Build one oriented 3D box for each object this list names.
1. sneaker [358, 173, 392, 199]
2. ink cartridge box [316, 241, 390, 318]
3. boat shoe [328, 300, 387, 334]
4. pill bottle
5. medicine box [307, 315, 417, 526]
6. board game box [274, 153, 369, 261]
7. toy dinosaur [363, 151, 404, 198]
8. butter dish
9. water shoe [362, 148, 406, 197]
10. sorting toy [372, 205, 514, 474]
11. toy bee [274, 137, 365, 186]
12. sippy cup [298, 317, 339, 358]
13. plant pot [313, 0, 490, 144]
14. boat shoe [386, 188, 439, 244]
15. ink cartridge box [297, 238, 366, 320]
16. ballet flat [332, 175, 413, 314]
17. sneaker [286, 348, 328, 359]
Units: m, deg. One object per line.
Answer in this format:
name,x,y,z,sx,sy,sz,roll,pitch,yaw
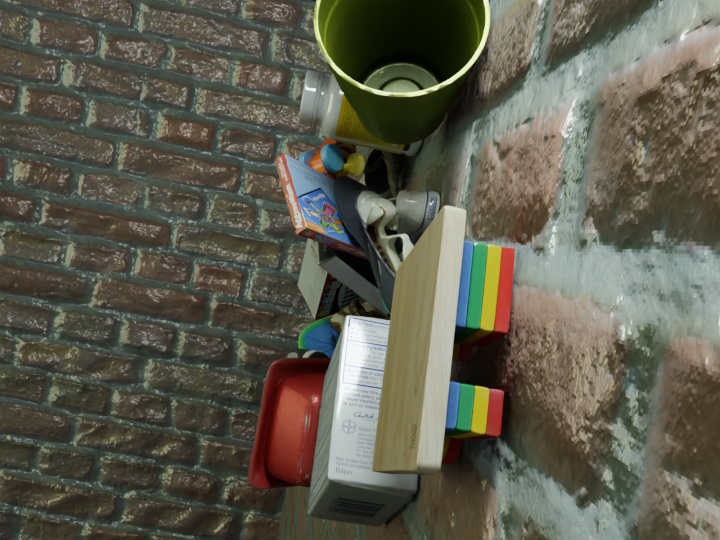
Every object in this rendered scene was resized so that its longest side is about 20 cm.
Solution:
sneaker,0.032,-0.178,1.384,0.200,0.075,0.093,-102,27,-71
ink cartridge box,0.006,-0.008,1.030,0.200,0.037,0.096,40,-146,-46
boat shoe,0.008,0.091,1.165,0.075,0.075,0.202,-43,24,-6
pill bottle,0.004,-0.257,1.167,0.112,0.197,0.114,-170,90,-83
medicine box,0.005,0.188,0.896,0.183,0.101,0.202,111,168,-59
board game box,-0.034,-0.074,0.944,0.199,0.019,0.104,20,-133,-58
toy dinosaur,0.042,-0.201,1.246,0.048,0.087,0.203,90,-172,-66
butter dish,-0.043,0.242,1.080,0.147,0.198,0.203,17,97,48
water shoe,0.048,-0.207,1.321,0.079,0.070,0.203,106,179,-68
sorting toy,0.071,0.076,0.637,0.199,0.069,0.203,120,159,-73
toy bee,-0.062,-0.149,1.206,0.130,0.199,0.110,5,126,53
sippy cup,-0.042,0.175,1.286,0.178,0.138,0.132,-55,-27,-51
plant pot,0.051,-0.258,0.907,0.193,0.197,0.203,78,-161,-74
boat shoe,0.054,-0.076,1.018,0.200,0.069,0.072,169,111,-83
ink cartridge box,-0.008,-0.020,1.294,0.084,0.174,0.201,60,155,24
ballet flat,0.031,-0.042,0.917,0.073,0.072,0.202,120,127,-72
sneaker,-0.077,0.218,1.194,0.079,0.073,0.203,13,115,47
